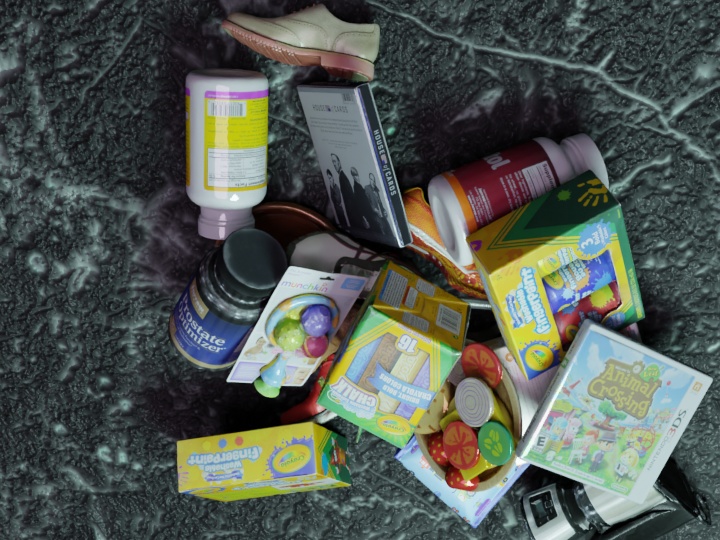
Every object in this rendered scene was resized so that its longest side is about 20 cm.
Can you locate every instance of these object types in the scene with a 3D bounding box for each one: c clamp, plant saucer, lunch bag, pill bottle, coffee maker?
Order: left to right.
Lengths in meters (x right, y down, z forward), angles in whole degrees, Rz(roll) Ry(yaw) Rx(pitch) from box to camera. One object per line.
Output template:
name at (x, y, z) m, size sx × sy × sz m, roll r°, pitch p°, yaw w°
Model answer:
pill bottle at (-0.167, -0.146, 1.342) m, size 0.102 × 0.104 × 0.203 m, roll 5°, pitch 107°, yaw 8°
pill bottle at (-0.166, 0.036, 1.354) m, size 0.111 × 0.113 × 0.200 m, roll 33°, pitch 139°, yaw -5°
plant saucer at (-0.103, 0.003, 1.442) m, size 0.197 × 0.032 × 0.203 m, roll 4°, pitch 115°, yaw 9°
c clamp at (0.149, 0.053, 1.372) m, size 0.197 × 0.027 × 0.171 m, roll 2°, pitch 147°, yaw -21°
lunch bag at (0.166, 0.218, 1.463) m, size 0.150 × 0.094 × 0.200 m, roll 41°, pitch 104°, yaw -6°
pill bottle at (0.189, -0.091, 1.286) m, size 0.197 × 0.113 × 0.115 m, roll -21°, pitch 110°, yaw -8°
coffee maker at (0.343, 0.333, 1.446) m, size 0.199 × 0.135 × 0.193 m, roll -36°, pitch 103°, yaw 22°

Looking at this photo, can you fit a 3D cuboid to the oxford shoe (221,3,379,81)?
oxford shoe at (-0.071, -0.290, 1.308) m, size 0.197 × 0.071 × 0.075 m, roll 16°, pitch 89°, yaw 3°

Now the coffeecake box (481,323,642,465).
coffeecake box at (0.271, 0.143, 1.382) m, size 0.197 × 0.073 × 0.156 m, roll -17°, pitch 96°, yaw 7°

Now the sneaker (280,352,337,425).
sneaker at (-0.035, 0.152, 1.483) m, size 0.199 × 0.077 × 0.086 m, roll -34°, pitch 84°, yaw 16°

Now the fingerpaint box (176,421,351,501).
fingerpaint box at (-0.130, 0.266, 1.483) m, size 0.197 × 0.167 × 0.075 m, roll -10°, pitch 72°, yaw 14°

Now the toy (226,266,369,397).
toy at (-0.075, 0.086, 1.323) m, size 0.114 × 0.048 × 0.201 m, roll 7°, pitch 133°, yaw -33°

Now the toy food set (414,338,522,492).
toy food set at (0.125, 0.179, 1.354) m, size 0.198 × 0.048 × 0.202 m, roll -44°, pitch 62°, yaw 41°

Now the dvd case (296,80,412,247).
dvd case at (-0.009, -0.133, 1.320) m, size 0.024 × 0.150 × 0.203 m, roll -25°, pitch 112°, yaw -25°

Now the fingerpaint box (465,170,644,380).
fingerpaint box at (0.231, 0.011, 1.249) m, size 0.165 × 0.074 × 0.201 m, roll -27°, pitch 134°, yaw -1°

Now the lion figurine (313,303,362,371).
lion figurine at (-0.057, 0.096, 1.427) m, size 0.199 × 0.073 × 0.122 m, roll -31°, pitch 117°, yaw 35°

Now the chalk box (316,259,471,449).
chalk box at (0.031, 0.116, 1.295) m, size 0.123 × 0.125 × 0.202 m, roll 28°, pitch 118°, yaw -3°

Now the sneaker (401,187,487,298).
sneaker at (0.123, -0.030, 1.369) m, size 0.200 × 0.078 × 0.073 m, roll 42°, pitch 157°, yaw -24°

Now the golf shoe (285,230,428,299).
golf shoe at (0.000, 0.000, 1.356) m, size 0.197 × 0.088 × 0.079 m, roll 10°, pitch 98°, yaw -23°

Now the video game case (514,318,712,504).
video game case at (0.305, 0.173, 1.285) m, size 0.198 × 0.022 × 0.184 m, roll 23°, pitch 101°, yaw -23°
